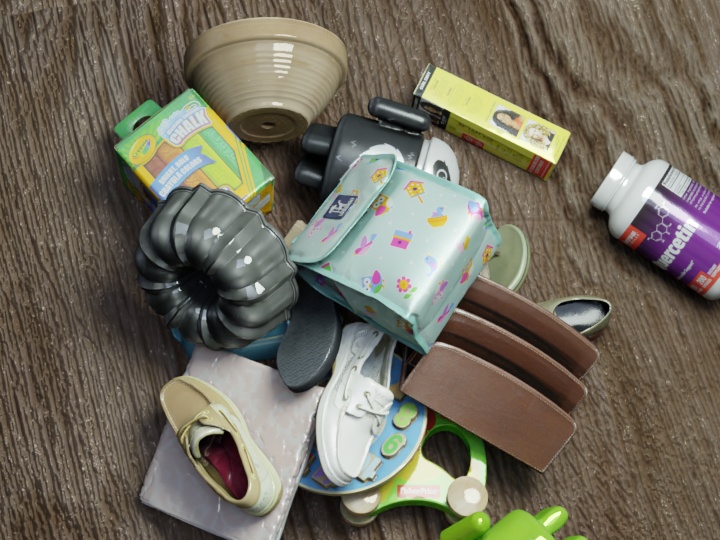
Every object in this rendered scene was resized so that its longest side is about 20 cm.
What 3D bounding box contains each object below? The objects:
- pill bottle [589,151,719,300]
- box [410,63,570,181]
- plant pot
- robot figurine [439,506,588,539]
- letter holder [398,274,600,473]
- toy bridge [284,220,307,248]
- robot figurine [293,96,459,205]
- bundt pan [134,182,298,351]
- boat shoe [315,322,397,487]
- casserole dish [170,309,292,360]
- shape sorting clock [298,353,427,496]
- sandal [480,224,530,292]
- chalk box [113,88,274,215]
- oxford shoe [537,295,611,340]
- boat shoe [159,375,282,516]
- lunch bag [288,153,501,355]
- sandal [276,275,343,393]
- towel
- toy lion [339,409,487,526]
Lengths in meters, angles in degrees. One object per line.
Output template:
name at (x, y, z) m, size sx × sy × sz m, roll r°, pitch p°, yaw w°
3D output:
pill bottle at (0.386, -0.060, 1.716) m, size 0.199 × 0.113 × 0.113 m, roll 34°, pitch 74°, yaw 6°
box at (0.161, -0.187, 1.757) m, size 0.199 × 0.075 × 0.050 m, roll 26°, pitch 76°, yaw 2°
plant pot at (-0.113, -0.215, 1.676) m, size 0.199 × 0.201 × 0.093 m, roll -2°, pitch 71°, yaw -5°
robot figurine at (0.166, 0.353, 1.579) m, size 0.200 × 0.116 × 0.176 m, roll -36°, pitch 87°, yaw -12°
letter holder at (0.166, 0.112, 1.602) m, size 0.199 × 0.101 × 0.142 m, roll 31°, pitch 115°, yaw -9°
toy bridge at (0.000, 0.000, 1.699) m, size 0.200 × 0.027 × 0.067 m, roll 37°, pitch 98°, yaw 10°
robot figurine at (0.021, -0.119, 1.698) m, size 0.199 × 0.151 × 0.125 m, roll 16°, pitch 61°, yaw 1°
bundt pan at (-0.173, 0.007, 1.566) m, size 0.201 × 0.202 × 0.076 m, roll 36°, pitch 45°, yaw 6°
boat shoe at (0.002, 0.142, 1.552) m, size 0.069 × 0.071 × 0.201 m, roll -13°, pitch 53°, yaw 34°
casserole dish at (-0.134, 0.046, 1.686) m, size 0.198 × 0.039 × 0.122 m, roll -8°, pitch 74°, yaw -6°
shape sorting clock at (-0.021, 0.167, 1.614) m, size 0.198 × 0.039 × 0.201 m, roll -5°, pitch 59°, yaw 8°
sandal at (0.134, 0.022, 1.686) m, size 0.201 × 0.057 × 0.080 m, roll -50°, pitch 40°, yaw -14°
chalk box at (-0.213, -0.126, 1.684) m, size 0.125 × 0.124 × 0.200 m, roll -42°, pitch 81°, yaw -14°
oxford shoe at (0.209, 0.067, 1.685) m, size 0.199 × 0.075 × 0.071 m, roll -19°, pitch 77°, yaw -8°
boat shoe at (-0.163, 0.188, 1.550) m, size 0.074 × 0.066 × 0.200 m, roll -49°, pitch 62°, yaw 5°
lunch bag at (0.029, -0.032, 1.558) m, size 0.199 × 0.122 × 0.171 m, roll 29°, pitch 75°, yaw 27°
sandal at (-0.048, 0.065, 1.602) m, size 0.076 × 0.043 × 0.201 m, roll -18°, pitch 36°, yaw 21°
towel at (-0.145, 0.200, 1.594) m, size 0.190 × 0.032 × 0.201 m, roll 17°, pitch 83°, yaw 27°
toy lion at (0.049, 0.202, 1.645) m, size 0.198 × 0.069 × 0.193 m, roll 2°, pitch 66°, yaw 0°
